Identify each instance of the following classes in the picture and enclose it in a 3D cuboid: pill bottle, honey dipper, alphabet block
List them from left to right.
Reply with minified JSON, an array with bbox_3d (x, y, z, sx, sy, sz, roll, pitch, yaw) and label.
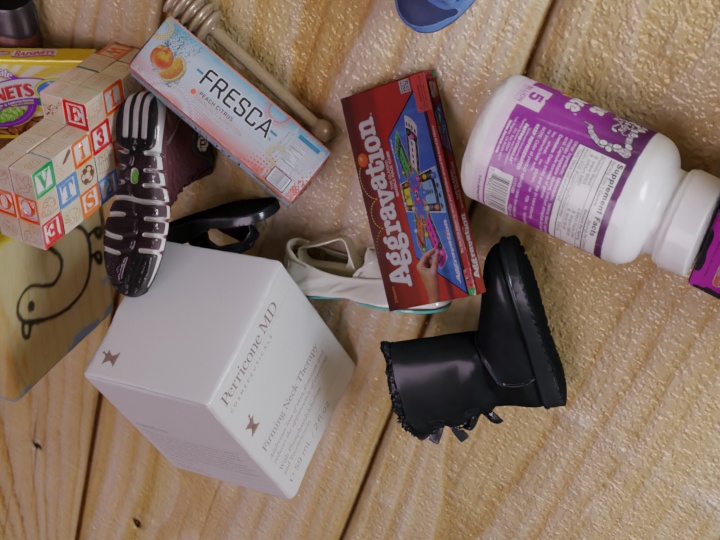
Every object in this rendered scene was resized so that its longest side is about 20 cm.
[{"bbox_3d":[-0.415,-0.010,1.560,0.194,0.196,0.202,17,131,22],"label":"alphabet block"},{"bbox_3d":[-0.101,-0.194,1.313,0.200,0.038,0.038,41,136,-3],"label":"honey dipper"},{"bbox_3d":[0.191,-0.074,1.135,0.198,0.112,0.113,26,133,17],"label":"pill bottle"}]

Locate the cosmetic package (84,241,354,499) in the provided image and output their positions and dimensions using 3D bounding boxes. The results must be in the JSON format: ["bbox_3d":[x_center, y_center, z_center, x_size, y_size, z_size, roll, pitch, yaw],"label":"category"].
[{"bbox_3d":[-0.138,0.101,1.416,0.165,0.169,0.201,10,151,32],"label":"cosmetic package"}]

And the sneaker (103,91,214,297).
[{"bbox_3d":[-0.190,-0.075,1.391,0.075,0.115,0.203,14,100,32],"label":"sneaker"}]

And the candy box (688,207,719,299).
[{"bbox_3d":[0.375,-0.009,1.086,0.199,0.061,0.137,29,132,16],"label":"candy box"}]

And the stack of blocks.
[{"bbox_3d":[-0.275,-0.125,1.366,0.058,0.200,0.116,18,132,25],"label":"stack of blocks"}]

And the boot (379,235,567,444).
[{"bbox_3d":[0.097,0.069,1.304,0.160,0.074,0.200,-11,123,16],"label":"boot"}]

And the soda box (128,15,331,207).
[{"bbox_3d":[-0.122,-0.147,1.308,0.200,0.064,0.068,40,175,-4],"label":"soda box"}]

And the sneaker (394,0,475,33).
[{"bbox_3d":[0.078,-0.255,1.102,0.074,0.082,0.200,42,138,-1],"label":"sneaker"}]

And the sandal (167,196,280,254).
[{"bbox_3d":[-0.144,-0.039,1.429,0.199,0.075,0.048,-10,105,49],"label":"sandal"}]

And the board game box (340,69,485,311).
[{"bbox_3d":[0.046,-0.069,1.256,0.102,0.019,0.203,-12,92,42],"label":"board game box"}]

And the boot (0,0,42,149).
[{"bbox_3d":[-0.414,-0.222,1.504,0.186,0.069,0.202,11,134,13],"label":"boot"}]

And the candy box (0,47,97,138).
[{"bbox_3d":[-0.360,-0.184,1.450,0.197,0.027,0.103,2,130,11],"label":"candy box"}]

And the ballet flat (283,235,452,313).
[{"bbox_3d":[0.000,0.000,1.366,0.198,0.069,0.070,7,125,35],"label":"ballet flat"}]
